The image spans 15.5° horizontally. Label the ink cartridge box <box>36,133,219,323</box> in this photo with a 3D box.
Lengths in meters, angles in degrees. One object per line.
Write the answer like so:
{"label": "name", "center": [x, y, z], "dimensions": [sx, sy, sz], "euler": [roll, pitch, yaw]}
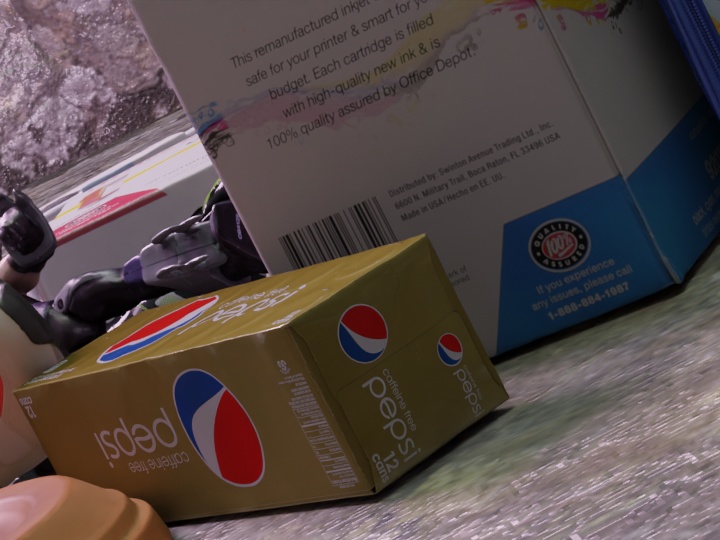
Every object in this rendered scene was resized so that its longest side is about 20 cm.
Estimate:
{"label": "ink cartridge box", "center": [-0.083, -0.019, 1.361], "dimensions": [0.145, 0.084, 0.200], "euler": [-26, 8, 4]}

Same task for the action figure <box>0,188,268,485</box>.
{"label": "action figure", "center": [-0.116, 0.025, 1.102], "dimensions": [0.199, 0.131, 0.069], "euler": [-14, -4, 30]}

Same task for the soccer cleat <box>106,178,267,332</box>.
{"label": "soccer cleat", "center": [-0.061, 0.000, 1.188], "dimensions": [0.199, 0.081, 0.068], "euler": [-25, 8, 15]}

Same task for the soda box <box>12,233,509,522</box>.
{"label": "soda box", "center": [-0.040, 0.043, 0.923], "dimensions": [0.068, 0.064, 0.200], "euler": [-33, 11, -33]}

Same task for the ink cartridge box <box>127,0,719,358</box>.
{"label": "ink cartridge box", "center": [0.031, -0.080, 0.984], "dimensions": [0.147, 0.201, 0.145], "euler": [-22, 10, 28]}

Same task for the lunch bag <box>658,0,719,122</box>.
{"label": "lunch bag", "center": [0.147, -0.138, 0.982], "dimensions": [0.082, 0.201, 0.161], "euler": [-24, 9, 21]}

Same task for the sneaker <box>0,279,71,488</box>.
{"label": "sneaker", "center": [-0.182, 0.081, 1.043], "dimensions": [0.093, 0.070, 0.200], "euler": [-43, 0, -43]}

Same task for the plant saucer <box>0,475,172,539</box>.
{"label": "plant saucer", "center": [-0.160, 0.123, 0.901], "dimensions": [0.200, 0.038, 0.200], "euler": [-26, 9, 4]}

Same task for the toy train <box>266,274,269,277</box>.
{"label": "toy train", "center": [0.000, 0.000, 1.117], "dimensions": [0.199, 0.034, 0.046], "euler": [-24, -28, 15]}

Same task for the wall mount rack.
{"label": "wall mount rack", "center": [-0.132, -0.039, 1.702], "dimensions": [0.174, 0.075, 0.200], "euler": [-23, 9, 47]}
